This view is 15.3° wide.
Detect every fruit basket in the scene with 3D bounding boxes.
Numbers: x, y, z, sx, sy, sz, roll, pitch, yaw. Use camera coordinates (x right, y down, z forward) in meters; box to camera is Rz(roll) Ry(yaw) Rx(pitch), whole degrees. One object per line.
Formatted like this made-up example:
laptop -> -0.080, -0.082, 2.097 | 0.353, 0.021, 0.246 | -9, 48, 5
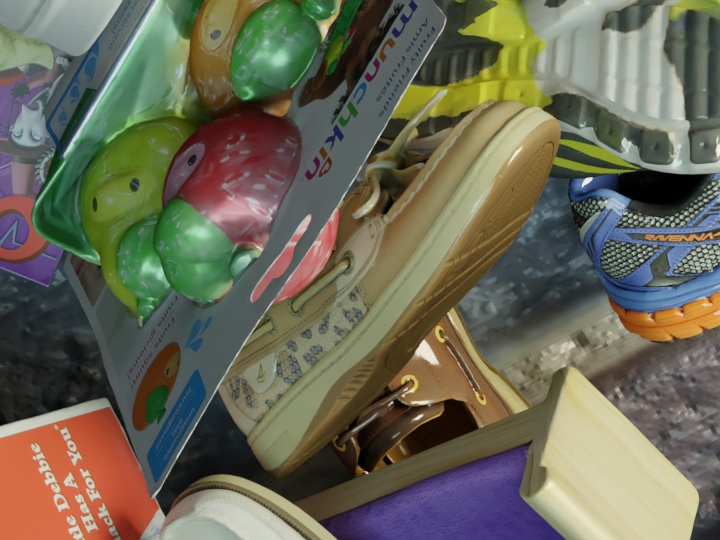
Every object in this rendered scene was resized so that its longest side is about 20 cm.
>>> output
fruit basket -> -0.049, -0.042, 0.928 | 0.093, 0.200, 0.186 | 28, 104, -18

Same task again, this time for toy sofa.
toy sofa -> 0.023, 0.122, 1.011 | 0.199, 0.098, 0.083 | -25, 121, 39

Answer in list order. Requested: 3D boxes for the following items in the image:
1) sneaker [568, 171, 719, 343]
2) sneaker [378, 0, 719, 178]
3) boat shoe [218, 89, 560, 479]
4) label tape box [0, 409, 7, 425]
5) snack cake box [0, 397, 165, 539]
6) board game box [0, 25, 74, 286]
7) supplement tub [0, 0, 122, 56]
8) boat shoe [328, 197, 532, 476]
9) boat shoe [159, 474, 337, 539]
sneaker -> 0.163, -0.050, 1.005 | 0.200, 0.076, 0.078 | -36, 121, 16
sneaker -> 0.094, -0.070, 0.968 | 0.199, 0.084, 0.075 | 7, 86, 36
boat shoe -> 0.000, 0.000, 0.961 | 0.063, 0.073, 0.200 | 47, 130, 9
label tape box -> -0.192, 0.107, 1.052 | 0.063, 0.144, 0.201 | -9, 115, 31
snack cake box -> -0.107, 0.157, 0.998 | 0.067, 0.115, 0.201 | -31, 80, 32
board game box -> -0.189, -0.084, 1.024 | 0.199, 0.032, 0.120 | 21, 117, -10
supplement tub -> -0.156, -0.175, 0.920 | 0.199, 0.132, 0.132 | 27, 115, -13
boat shoe -> 0.012, 0.044, 1.064 | 0.072, 0.068, 0.200 | -36, 111, 18
boat shoe -> -0.017, 0.170, 0.975 | 0.075, 0.068, 0.201 | -31, 92, 38
